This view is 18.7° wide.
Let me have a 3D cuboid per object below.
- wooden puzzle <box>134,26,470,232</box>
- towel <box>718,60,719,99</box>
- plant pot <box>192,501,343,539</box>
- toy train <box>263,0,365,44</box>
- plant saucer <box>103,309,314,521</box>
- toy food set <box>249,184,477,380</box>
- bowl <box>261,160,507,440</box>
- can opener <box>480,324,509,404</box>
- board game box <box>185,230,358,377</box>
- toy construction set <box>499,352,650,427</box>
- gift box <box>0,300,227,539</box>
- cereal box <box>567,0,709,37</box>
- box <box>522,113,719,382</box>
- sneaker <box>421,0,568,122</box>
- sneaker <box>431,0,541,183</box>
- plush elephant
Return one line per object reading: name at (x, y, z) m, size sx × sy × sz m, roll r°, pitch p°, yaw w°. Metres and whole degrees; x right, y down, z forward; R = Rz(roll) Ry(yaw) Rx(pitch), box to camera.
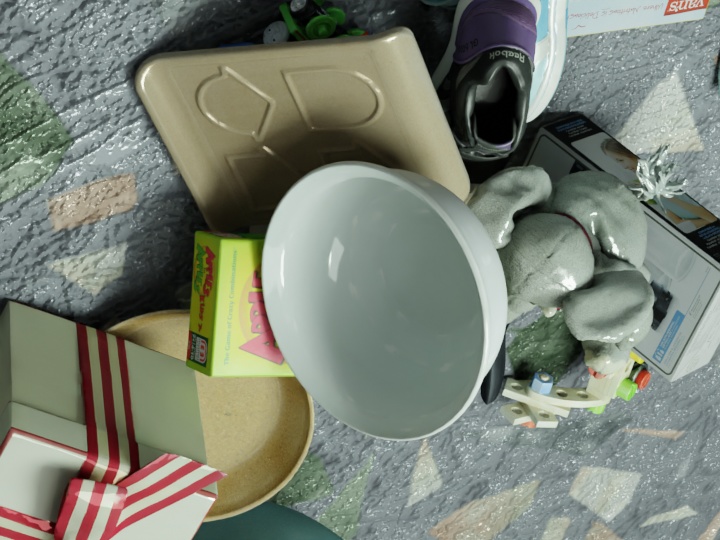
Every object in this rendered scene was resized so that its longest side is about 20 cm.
wooden puzzle at (-0.037, -0.105, 1.553) m, size 0.199 × 0.046 × 0.186 m, roll -7°, pitch 141°, yaw 16°
towel at (0.385, -0.227, 1.783) m, size 0.170 × 0.048 × 0.201 m, roll -14°, pitch 137°, yaw -24°
plant pot at (-0.098, 0.273, 1.858) m, size 0.199 × 0.135 × 0.201 m, roll -22°, pitch 139°, yaw -21°
toy train at (-0.005, -0.140, 1.594) m, size 0.056 × 0.042 × 0.200 m, roll -34°, pitch 142°, yaw 15°
plant saucer at (-0.135, 0.106, 1.697) m, size 0.199 × 0.035 × 0.201 m, roll -1°, pitch 121°, yaw -1°
toy food set at (0.000, 0.000, 1.732) m, size 0.199 × 0.060 × 0.144 m, roll -11°, pitch 123°, yaw -30°
bowl at (0.033, 0.011, 1.548) m, size 0.090 × 0.201 × 0.202 m, roll -24°, pitch 145°, yaw -47°
can opener at (0.100, 0.047, 1.842) m, size 0.079 × 0.063 × 0.200 m, roll -50°, pitch 163°, yaw -29°
board game box at (-0.028, 0.026, 1.635) m, size 0.199 × 0.048 × 0.102 m, roll 1°, pitch 98°, yaw -29°
toy construction set at (0.209, 0.068, 1.916) m, size 0.131 × 0.092 × 0.200 m, roll -28°, pitch 156°, yaw -50°
gift box at (-0.199, 0.155, 1.586) m, size 0.199 × 0.187 × 0.185 m, roll 17°, pitch 120°, yaw -19°
cereal box at (0.219, -0.270, 1.624) m, size 0.143 × 0.040 × 0.201 m, roll -10°, pitch 135°, yaw -29°
box at (0.210, -0.020, 1.737) m, size 0.060 × 0.200 × 0.117 m, roll -20°, pitch 143°, yaw -47°
sneaker at (0.084, -0.190, 1.578) m, size 0.130 × 0.080 × 0.201 m, roll -13°, pitch 126°, yaw -29°
sneaker at (0.084, -0.109, 1.552) m, size 0.075 × 0.088 × 0.200 m, roll 2°, pitch 146°, yaw -1°
plush elephant at (0.146, -0.005, 1.638) m, size 0.155 × 0.165 × 0.200 m, roll -27°, pitch 162°, yaw -43°
